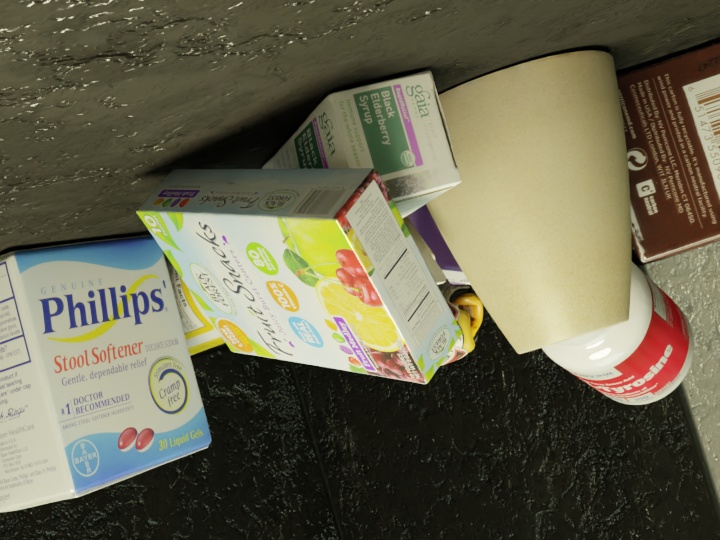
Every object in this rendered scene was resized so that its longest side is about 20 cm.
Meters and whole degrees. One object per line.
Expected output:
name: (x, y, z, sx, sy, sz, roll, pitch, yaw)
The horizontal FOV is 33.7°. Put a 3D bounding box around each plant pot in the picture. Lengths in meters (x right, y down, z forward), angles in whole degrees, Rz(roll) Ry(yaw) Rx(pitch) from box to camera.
plant pot: (0.140, -0.043, 0.948, 0.184, 0.203, 0.187, -15, 174, -2)

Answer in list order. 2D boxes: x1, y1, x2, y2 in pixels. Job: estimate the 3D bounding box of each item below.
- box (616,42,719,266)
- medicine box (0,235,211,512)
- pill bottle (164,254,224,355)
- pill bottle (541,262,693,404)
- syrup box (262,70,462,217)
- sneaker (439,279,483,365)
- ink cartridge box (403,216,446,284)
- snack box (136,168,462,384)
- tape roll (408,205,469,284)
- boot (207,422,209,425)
box: (0.301, -0.103, 1.129, 0.162, 0.169, 0.200, -18, 175, 2)
medicine box: (-0.244, 0.085, 1.040, 0.102, 0.203, 0.181, -17, 177, 32)
pill bottle: (-0.151, 0.017, 1.168, 0.198, 0.116, 0.113, -20, 175, 40)
pill bottle: (0.224, 0.047, 1.083, 0.111, 0.114, 0.199, -19, 153, 26)
syrup box: (-0.006, -0.070, 0.863, 0.080, 0.080, 0.200, -15, 176, -19)
sneaker: (0.073, 0.046, 1.072, 0.081, 0.079, 0.200, -10, -167, 8)
ink cartridge box: (-0.006, 0.001, 0.989, 0.115, 0.068, 0.201, -11, -151, -10)
snack box: (-0.044, 0.001, 0.806, 0.198, 0.143, 0.053, 6, -135, 43)
tape roll: (0.118, -0.022, 1.179, 0.196, 0.067, 0.200, 8, 176, 1)
boot: (-0.273, 0.123, 1.446, 0.072, 0.203, 0.181, -20, 176, 29)
